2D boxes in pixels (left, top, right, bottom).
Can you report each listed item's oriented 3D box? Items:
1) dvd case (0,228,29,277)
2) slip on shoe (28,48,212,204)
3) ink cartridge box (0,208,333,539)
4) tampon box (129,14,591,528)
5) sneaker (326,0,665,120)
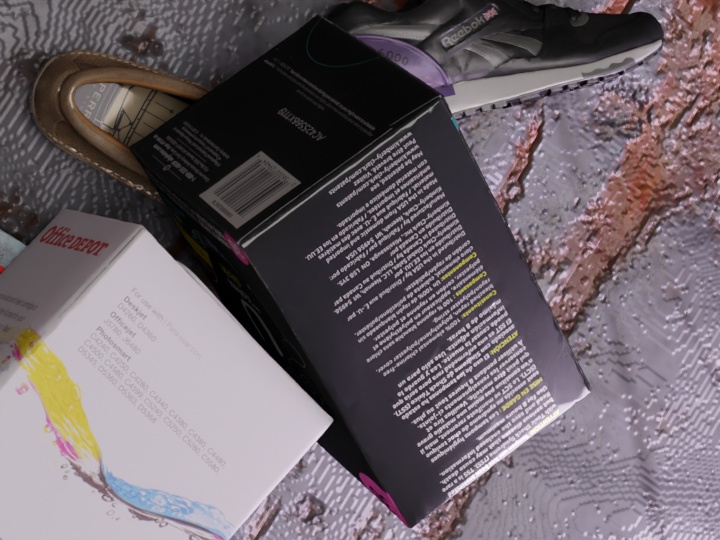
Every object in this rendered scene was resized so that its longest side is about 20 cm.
[{"bbox_3d":[-0.217,0.046,1.284,0.200,0.022,0.146,34,81,-19],"label":"dvd case"},{"bbox_3d":[-0.079,-0.064,1.308,0.200,0.061,0.076,26,84,-20],"label":"slip on shoe"},{"bbox_3d":[-0.148,0.091,1.224,0.200,0.147,0.146,-48,109,-12],"label":"ink cartridge box"},{"bbox_3d":[0.000,0.000,1.254,0.126,0.150,0.200,-35,122,-11],"label":"tampon box"},{"bbox_3d":[0.076,-0.134,1.359,0.200,0.076,0.088,-15,92,-19],"label":"sneaker"}]
